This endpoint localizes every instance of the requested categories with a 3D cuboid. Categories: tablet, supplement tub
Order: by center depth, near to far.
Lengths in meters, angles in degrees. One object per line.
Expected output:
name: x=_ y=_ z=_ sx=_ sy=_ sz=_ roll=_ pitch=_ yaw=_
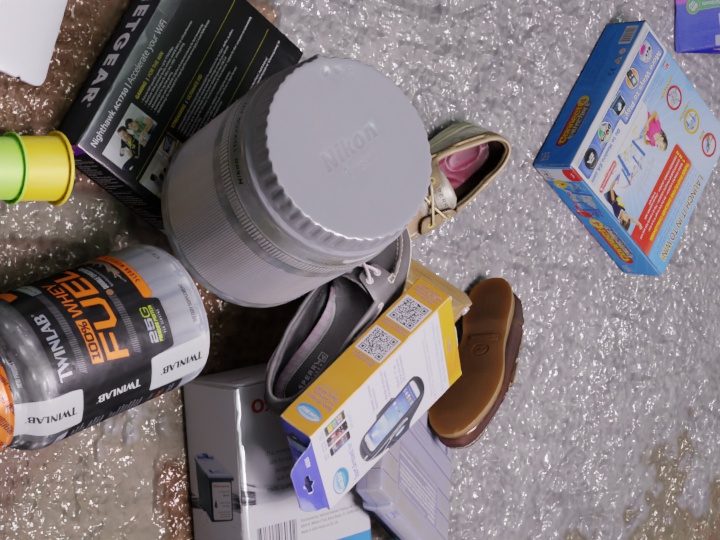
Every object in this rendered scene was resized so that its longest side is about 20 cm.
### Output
supplement tub: x=-0.228 y=0.064 z=1.273 sx=0.199 sy=0.122 sz=0.123 roll=-24 pitch=108 yaw=-38
tablet: x=-0.277 y=-0.261 z=1.281 sx=0.130 sy=0.014 sz=0.201 roll=22 pitch=79 yaw=-40

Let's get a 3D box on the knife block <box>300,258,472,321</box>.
knife block: x=0.000 y=0.000 z=1.499 sx=0.064 sy=0.176 sz=0.200 roll=-48 pitch=167 yaw=16

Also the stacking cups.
stacking cups: x=-0.320 y=-0.075 z=1.233 sx=0.199 sy=0.060 sz=0.061 roll=-5 pitch=96 yaw=-36

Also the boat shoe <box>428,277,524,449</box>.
boat shoe: x=0.123 y=0.101 z=1.598 sx=0.201 sy=0.070 sz=0.071 roll=-65 pitch=145 yaw=-38

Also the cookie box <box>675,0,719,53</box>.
cookie box: x=0.485 y=-0.290 z=1.851 sx=0.199 sy=0.171 sz=0.076 roll=-5 pitch=94 yaw=-41

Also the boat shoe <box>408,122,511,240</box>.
boat shoe: x=0.066 y=-0.078 z=1.557 sx=0.200 sy=0.066 sz=0.074 roll=-43 pitch=121 yaw=-26

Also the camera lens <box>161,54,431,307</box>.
camera lens: x=-0.055 y=-0.066 z=1.281 sx=0.159 sy=0.200 sz=0.161 roll=9 pitch=71 yaw=-28

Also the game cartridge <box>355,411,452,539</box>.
game cartridge: x=0.041 y=0.184 z=1.511 sx=0.200 sy=0.038 sz=0.130 roll=55 pitch=38 yaw=-55

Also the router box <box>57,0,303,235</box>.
router box: x=-0.151 y=-0.147 z=1.373 sx=0.149 sy=0.051 sz=0.201 roll=40 pitch=69 yaw=-35

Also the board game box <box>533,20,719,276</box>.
board game box: x=0.300 y=-0.132 z=1.772 sx=0.196 sy=0.056 sz=0.201 roll=45 pitch=64 yaw=-34

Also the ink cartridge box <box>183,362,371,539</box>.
ink cartridge box: x=-0.071 y=0.186 z=1.444 sx=0.146 sy=0.086 sz=0.202 roll=-9 pitch=97 yaw=-41

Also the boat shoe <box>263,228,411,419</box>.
boat shoe: x=-0.017 y=0.037 z=1.363 sx=0.201 sy=0.067 sz=0.057 roll=-59 pitch=164 yaw=-10

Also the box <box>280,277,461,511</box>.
box: x=0.005 y=0.112 z=1.369 sx=0.200 sy=0.041 sz=0.119 roll=-42 pitch=148 yaw=-22
